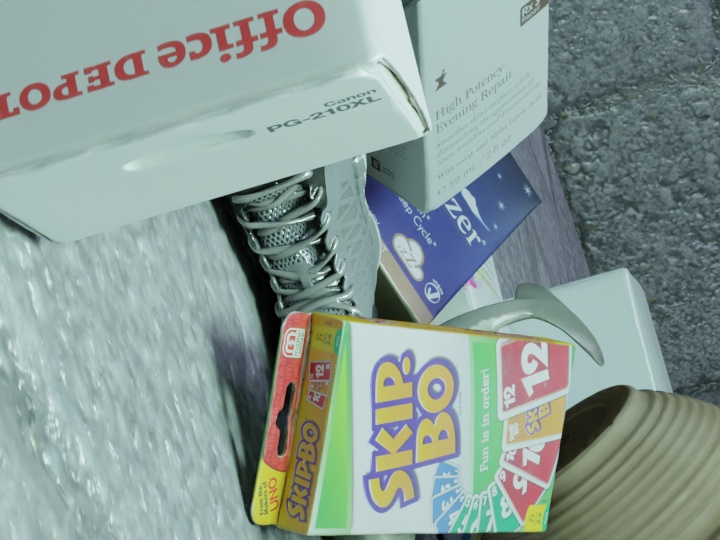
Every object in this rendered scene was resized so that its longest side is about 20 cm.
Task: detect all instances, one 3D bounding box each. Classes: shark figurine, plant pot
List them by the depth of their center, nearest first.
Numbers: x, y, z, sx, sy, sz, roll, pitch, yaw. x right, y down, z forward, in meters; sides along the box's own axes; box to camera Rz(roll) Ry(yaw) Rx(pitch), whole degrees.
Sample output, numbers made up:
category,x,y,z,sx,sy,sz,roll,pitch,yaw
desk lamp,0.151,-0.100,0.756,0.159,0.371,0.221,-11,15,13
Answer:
category,x,y,z,sx,sy,sz,roll,pitch,yaw
shark figurine,0.022,0.071,1.038,0.128,0.215,0.089,41,-17,-31
plant pot,0.131,0.128,1.080,0.093,0.200,0.201,50,13,-6

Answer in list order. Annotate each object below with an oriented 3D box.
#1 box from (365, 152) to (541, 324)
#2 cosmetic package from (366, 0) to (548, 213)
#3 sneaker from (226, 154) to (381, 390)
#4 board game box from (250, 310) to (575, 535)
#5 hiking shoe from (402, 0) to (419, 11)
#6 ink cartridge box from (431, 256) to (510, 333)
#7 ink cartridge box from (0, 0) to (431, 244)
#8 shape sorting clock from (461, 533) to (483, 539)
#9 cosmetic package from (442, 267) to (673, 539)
category,x,y,z,sx,sy,sz,roll,pitch,yaw
box,0.038,-0.057,1.173,0.122,0.032,0.200,56,38,-9
cosmetic package,0.040,-0.138,1.029,0.074,0.102,0.201,35,-29,28
sneaker,-0.023,-0.006,0.987,0.200,0.074,0.116,61,19,-57
board game box,0.029,0.073,0.947,0.199,0.030,0.096,8,92,-47
hiking shoe,-0.046,-0.174,0.826,0.076,0.199,0.101,-62,-167,-20
ink cartridge box,0.042,0.023,1.266,0.145,0.084,0.201,45,32,-70
ink cartridge box,-0.071,-0.126,0.687,0.084,0.144,0.201,45,30,-70
shape sorting clock,0.086,0.194,1.204,0.200,0.039,0.202,14,90,-72
cosmetic package,0.134,0.104,1.417,0.200,0.166,0.168,20,55,-77
